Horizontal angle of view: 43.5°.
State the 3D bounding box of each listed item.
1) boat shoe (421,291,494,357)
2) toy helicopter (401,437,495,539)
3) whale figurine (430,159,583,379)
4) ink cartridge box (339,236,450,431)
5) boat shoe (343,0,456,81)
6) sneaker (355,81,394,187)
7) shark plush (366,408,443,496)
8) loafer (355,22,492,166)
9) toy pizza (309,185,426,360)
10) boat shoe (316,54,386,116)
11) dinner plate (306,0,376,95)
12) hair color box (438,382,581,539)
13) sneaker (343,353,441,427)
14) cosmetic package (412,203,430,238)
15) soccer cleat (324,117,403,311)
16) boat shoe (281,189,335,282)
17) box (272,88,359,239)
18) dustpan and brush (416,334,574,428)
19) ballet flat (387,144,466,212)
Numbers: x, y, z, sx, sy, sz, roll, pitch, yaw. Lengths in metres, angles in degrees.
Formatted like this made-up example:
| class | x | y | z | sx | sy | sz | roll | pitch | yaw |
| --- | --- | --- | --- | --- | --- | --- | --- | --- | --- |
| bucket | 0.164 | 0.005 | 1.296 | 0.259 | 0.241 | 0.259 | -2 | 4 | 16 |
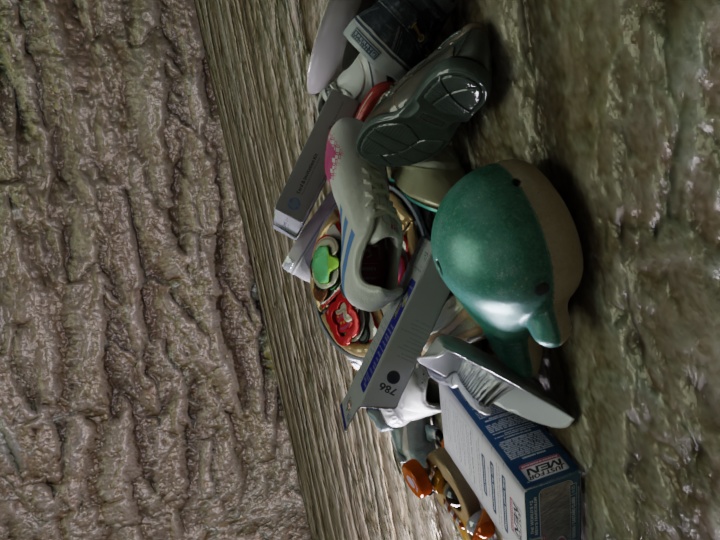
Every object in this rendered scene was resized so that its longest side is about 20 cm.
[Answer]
| class | x | y | z | sx | sy | sz | roll | pitch | yaw |
| --- | --- | --- | --- | --- | --- | --- | --- | --- | --- |
| boat shoe | 0.105 | 0.069 | 0.926 | 0.077 | 0.071 | 0.200 | 60 | 164 | 12 |
| toy helicopter | 0.134 | 0.304 | 1.084 | 0.132 | 0.078 | 0.202 | 18 | 133 | 65 |
| whale figurine | 0.111 | 0.009 | 0.739 | 0.201 | 0.103 | 0.160 | 85 | 164 | -46 |
| ink cartridge box | 0.039 | 0.066 | 0.898 | 0.202 | 0.039 | 0.099 | -64 | 7 | 5 |
| boat shoe | 0.050 | -0.228 | 0.846 | 0.071 | 0.091 | 0.200 | 47 | -166 | 0 |
| sneaker | 0.008 | -0.160 | 1.071 | 0.201 | 0.077 | 0.116 | 105 | 158 | -45 |
| shark plush | 0.079 | 0.231 | 1.217 | 0.083 | 0.090 | 0.202 | -40 | 55 | 42 |
| loafer | 0.061 | -0.154 | 0.822 | 0.200 | 0.071 | 0.063 | -28 | 41 | 60 |
| toy pizza | 0.000 | 0.000 | 1.014 | 0.199 | 0.031 | 0.203 | -7 | 81 | 49 |
| boat shoe | -0.015 | -0.223 | 1.117 | 0.200 | 0.065 | 0.074 | 133 | 122 | -75 |
| dinner plate | 0.001 | -0.259 | 0.869 | 0.202 | 0.024 | 0.200 | -63 | -2 | -4 |
| hair color box | 0.143 | 0.185 | 0.889 | 0.200 | 0.060 | 0.101 | -125 | 24 | -59 |
| sneaker | 0.045 | 0.104 | 1.111 | 0.201 | 0.091 | 0.076 | 59 | -150 | -29 |
| cosmetic package | 0.036 | 0.002 | 1.131 | 0.200 | 0.073 | 0.103 | 112 | 141 | -72 |
| soccer cleat | 0.012 | -0.061 | 0.907 | 0.086 | 0.069 | 0.202 | -15 | 80 | 62 |
| boat shoe | -0.027 | -0.062 | 1.191 | 0.068 | 0.201 | 0.072 | 35 | 142 | -3 |
| box | -0.059 | -0.123 | 1.120 | 0.157 | 0.041 | 0.200 | -65 | 5 | -5 |
| dustpan and brush | 0.101 | 0.101 | 0.850 | 0.058 | 0.139 | 0.200 | -60 | 13 | 5 |
| ballet flat | 0.063 | -0.108 | 0.921 | 0.200 | 0.069 | 0.070 | -135 | 33 | -66 |
